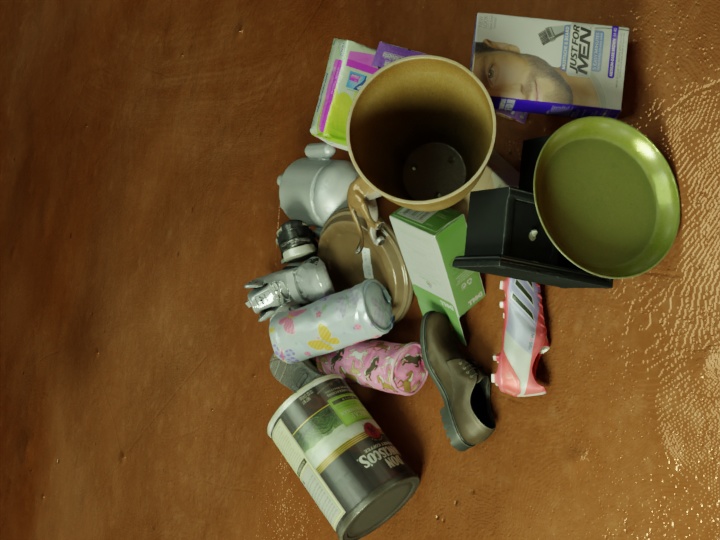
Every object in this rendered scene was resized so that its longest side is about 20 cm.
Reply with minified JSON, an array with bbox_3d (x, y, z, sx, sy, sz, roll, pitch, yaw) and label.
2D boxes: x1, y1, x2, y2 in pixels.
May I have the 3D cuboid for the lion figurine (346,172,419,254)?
[{"bbox_3d":[0.027,-0.133,1.483,0.200,0.072,0.123,-47,66,19],"label":"lion figurine"}]

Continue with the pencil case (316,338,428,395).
[{"bbox_3d":[0.017,0.139,1.558,0.199,0.082,0.088,9,76,50],"label":"pencil case"}]

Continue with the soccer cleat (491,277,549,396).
[{"bbox_3d":[0.224,0.069,1.361,0.075,0.067,0.204,5,79,18],"label":"soccer cleat"}]

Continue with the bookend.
[{"bbox_3d":[0.227,-0.089,1.269,0.092,0.196,0.204,-2,80,56],"label":"bookend"}]

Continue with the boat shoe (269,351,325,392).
[{"bbox_3d":[-0.062,0.195,1.651,0.200,0.073,0.075,47,110,20],"label":"boat shoe"}]

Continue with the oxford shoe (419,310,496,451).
[{"bbox_3d":[0.144,0.144,1.426,0.084,0.072,0.203,-32,71,38],"label":"oxford shoe"}]

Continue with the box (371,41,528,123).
[{"bbox_3d":[0.130,-0.264,1.421,0.136,0.198,0.040,28,101,48],"label":"box"}]

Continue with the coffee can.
[{"bbox_3d":[-0.027,0.277,1.498,0.201,0.145,0.147,50,120,25],"label":"coffee can"}]

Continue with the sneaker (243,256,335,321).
[{"bbox_3d":[-0.117,0.035,1.622,0.076,0.114,0.199,67,161,-7],"label":"sneaker"}]

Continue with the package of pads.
[{"bbox_3d":[0.032,-0.247,1.531,0.068,0.197,0.157,27,104,60],"label":"package of pads"}]

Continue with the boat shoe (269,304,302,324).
[{"bbox_3d":[-0.122,0.088,1.731,0.066,0.074,0.201,-33,38,0],"label":"boat shoe"}]

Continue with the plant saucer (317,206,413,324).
[{"bbox_3d":[0.000,0.000,1.584,0.198,0.029,0.203,21,122,38],"label":"plant saucer"}]

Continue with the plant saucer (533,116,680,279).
[{"bbox_3d":[0.293,-0.086,1.220,0.031,0.197,0.204,141,130,-70],"label":"plant saucer"}]

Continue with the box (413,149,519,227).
[{"bbox_3d":[0.160,-0.131,1.452,0.200,0.077,0.096,49,120,43],"label":"box"}]

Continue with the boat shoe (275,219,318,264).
[{"bbox_3d":[-0.108,-0.047,1.685,0.073,0.200,0.061,-15,87,1],"label":"boat shoe"}]

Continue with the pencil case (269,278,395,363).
[{"bbox_3d":[-0.046,0.078,1.542,0.198,0.083,0.091,-21,31,29],"label":"pencil case"}]

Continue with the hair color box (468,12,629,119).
[{"bbox_3d":[0.241,-0.263,1.307,0.196,0.065,0.111,6,85,5],"label":"hair color box"}]

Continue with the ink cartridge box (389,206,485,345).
[{"bbox_3d":[0.118,0.000,1.455,0.103,0.059,0.202,27,145,48],"label":"ink cartridge box"}]

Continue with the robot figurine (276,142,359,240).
[{"bbox_3d":[-0.059,-0.129,1.678,0.199,0.112,0.172,13,118,49],"label":"robot figurine"}]

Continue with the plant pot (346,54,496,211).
[{"bbox_3d":[0.089,-0.152,1.315,0.183,0.200,0.190,-2,78,10],"label":"plant pot"}]
